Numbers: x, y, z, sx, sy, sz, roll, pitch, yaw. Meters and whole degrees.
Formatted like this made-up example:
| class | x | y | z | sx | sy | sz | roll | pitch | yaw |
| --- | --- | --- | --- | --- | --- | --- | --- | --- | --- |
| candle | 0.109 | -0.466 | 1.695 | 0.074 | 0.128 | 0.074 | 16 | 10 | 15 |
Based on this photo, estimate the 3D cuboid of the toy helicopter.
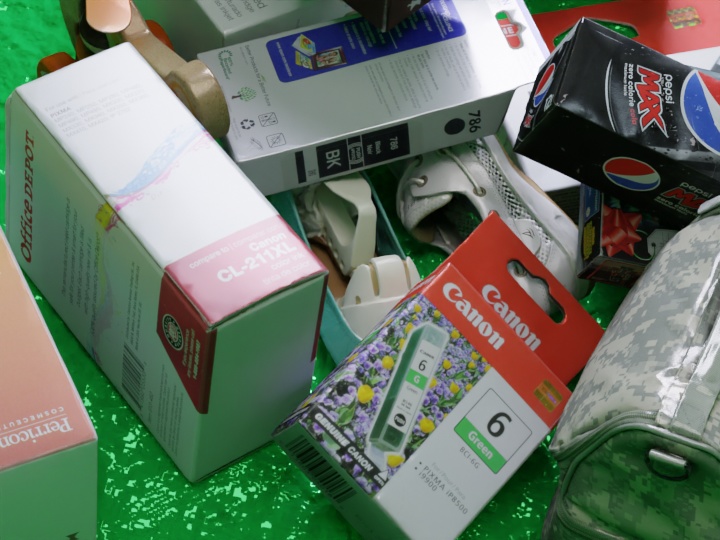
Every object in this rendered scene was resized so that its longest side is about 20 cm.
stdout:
| class | x | y | z | sx | sy | sz | roll | pitch | yaw |
| --- | --- | --- | --- | --- | --- | --- | --- | --- | --- |
| toy helicopter | -0.129 | -0.133 | 1.551 | 0.079 | 0.133 | 0.200 | -22 | 32 | -22 |

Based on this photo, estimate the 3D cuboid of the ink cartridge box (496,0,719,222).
| class | x | y | z | sx | sy | sz | roll | pitch | yaw |
| --- | --- | --- | --- | --- | --- | --- | --- | --- | --- |
| ink cartridge box | 0.171 | -0.117 | 1.663 | 0.199 | 0.044 | 0.174 | -10 | 55 | -14 |

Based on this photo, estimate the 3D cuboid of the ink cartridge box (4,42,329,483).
| class | x | y | z | sx | sy | sz | roll | pitch | yaw |
| --- | --- | --- | --- | --- | --- | --- | --- | --- | --- |
| ink cartridge box | -0.113 | -0.007 | 1.476 | 0.083 | 0.146 | 0.200 | -26 | 59 | -26 |

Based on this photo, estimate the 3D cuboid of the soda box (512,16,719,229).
| class | x | y | z | sx | sy | sz | roll | pitch | yaw |
| --- | --- | --- | --- | --- | --- | --- | --- | --- | --- |
| soda box | 0.193 | -0.066 | 1.497 | 0.199 | 0.071 | 0.064 | 24 | 63 | -10 |

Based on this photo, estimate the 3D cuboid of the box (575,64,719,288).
| class | x | y | z | sx | sy | sz | roll | pitch | yaw |
| --- | --- | --- | --- | --- | --- | --- | --- | --- | --- |
| box | 0.228 | -0.046 | 1.565 | 0.199 | 0.040 | 0.137 | 11 | 67 | -16 |

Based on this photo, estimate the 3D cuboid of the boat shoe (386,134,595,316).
| class | x | y | z | sx | sy | sz | roll | pitch | yaw |
| --- | --- | --- | --- | --- | --- | --- | --- | --- | --- |
| boat shoe | 0.053 | -0.047 | 1.574 | 0.069 | 0.071 | 0.200 | -31 | 62 | -29 |

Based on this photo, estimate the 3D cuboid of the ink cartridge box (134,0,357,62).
| class | x | y | z | sx | sy | sz | roll | pitch | yaw |
| --- | --- | --- | --- | --- | --- | --- | --- | --- | --- |
| ink cartridge box | -0.038 | -0.200 | 1.676 | 0.199 | 0.085 | 0.145 | -23 | 57 | -24 |

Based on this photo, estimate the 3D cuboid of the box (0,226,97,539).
| class | x | y | z | sx | sy | sz | roll | pitch | yaw |
| --- | --- | --- | --- | --- | --- | --- | --- | --- | --- |
| box | -0.246 | 0.067 | 1.429 | 0.152 | 0.107 | 0.200 | -18 | 56 | -19 |

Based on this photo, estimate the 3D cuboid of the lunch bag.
| class | x | y | z | sx | sy | sz | roll | pitch | yaw |
| --- | --- | --- | --- | --- | --- | --- | --- | --- | --- |
| lunch bag | 0.190 | 0.072 | 1.435 | 0.139 | 0.168 | 0.200 | 22 | 52 | 11 |

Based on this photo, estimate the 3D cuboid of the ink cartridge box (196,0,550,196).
| class | x | y | z | sx | sy | sz | roll | pitch | yaw |
| --- | --- | --- | --- | --- | --- | --- | --- | --- | --- |
| ink cartridge box | 0.011 | -0.110 | 1.557 | 0.199 | 0.039 | 0.100 | -15 | 48 | -6 |

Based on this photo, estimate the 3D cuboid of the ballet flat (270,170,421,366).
| class | x | y | z | sx | sy | sz | roll | pitch | yaw |
| --- | --- | --- | --- | --- | --- | --- | --- | --- | --- |
| ballet flat | 0.000 | 0.000 | 1.532 | 0.067 | 0.071 | 0.200 | -16 | 56 | -19 |

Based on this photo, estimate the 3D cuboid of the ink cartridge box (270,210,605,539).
| class | x | y | z | sx | sy | sz | roll | pitch | yaw |
| --- | --- | --- | --- | --- | --- | --- | --- | --- | --- |
| ink cartridge box | 0.056 | 0.061 | 1.467 | 0.109 | 0.050 | 0.200 | 46 | 64 | -4 |

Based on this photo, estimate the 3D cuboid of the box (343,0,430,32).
| class | x | y | z | sx | sy | sz | roll | pitch | yaw |
| --- | --- | --- | --- | --- | --- | --- | --- | --- | --- |
| box | -0.029 | -0.243 | 1.546 | 0.075 | 0.100 | 0.200 | -36 | 64 | -26 |
